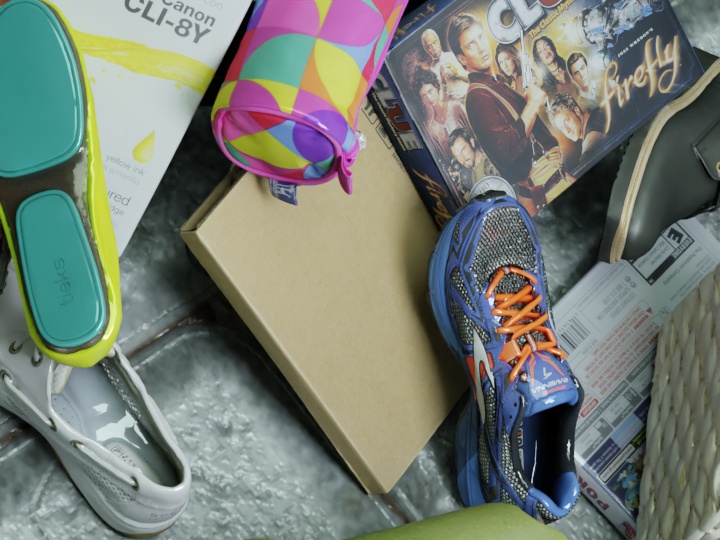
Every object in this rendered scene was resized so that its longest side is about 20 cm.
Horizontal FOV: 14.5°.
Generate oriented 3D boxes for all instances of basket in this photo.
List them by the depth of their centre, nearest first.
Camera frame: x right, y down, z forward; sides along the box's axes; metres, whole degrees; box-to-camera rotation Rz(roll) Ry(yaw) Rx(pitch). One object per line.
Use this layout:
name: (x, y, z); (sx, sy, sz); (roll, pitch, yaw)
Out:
basket: (0.241, 0.100, 1.627); (0.123, 0.136, 0.201); (18, 57, -13)

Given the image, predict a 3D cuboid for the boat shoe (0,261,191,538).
boat shoe: (-0.159, 0.053, 1.533); (0.200, 0.069, 0.071); (46, 60, 5)

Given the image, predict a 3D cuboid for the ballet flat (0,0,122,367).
ballet flat: (-0.163, -0.043, 1.496); (0.066, 0.067, 0.201); (-13, 77, 7)

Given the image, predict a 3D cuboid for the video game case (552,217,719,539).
video game case: (0.193, 0.073, 1.715); (0.182, 0.023, 0.200); (46, 54, 3)

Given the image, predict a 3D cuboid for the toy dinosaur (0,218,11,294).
toy dinosaur: (-0.249, -0.045, 1.508); (0.135, 0.102, 0.201); (8, 70, -7)

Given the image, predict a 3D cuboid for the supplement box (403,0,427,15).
supplement box: (0.034, -0.292, 1.707); (0.199, 0.134, 0.200); (-29, 75, 9)

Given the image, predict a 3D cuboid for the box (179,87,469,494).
box: (0.000, 0.000, 1.609); (0.164, 0.021, 0.200); (-51, 118, -31)

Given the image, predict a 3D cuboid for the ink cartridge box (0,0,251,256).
ink cartridge box: (-0.150, -0.132, 1.550); (0.145, 0.201, 0.083); (26, 21, -8)

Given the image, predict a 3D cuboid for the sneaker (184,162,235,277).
sneaker: (-0.048, -0.070, 1.656); (0.088, 0.074, 0.200); (40, 52, 15)

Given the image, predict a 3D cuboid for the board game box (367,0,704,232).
board game box: (0.100, -0.119, 1.652); (0.200, 0.035, 0.136); (-39, 111, -27)

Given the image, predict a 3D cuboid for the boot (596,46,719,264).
boot: (0.234, -0.055, 1.730); (0.138, 0.078, 0.200); (24, 46, 11)

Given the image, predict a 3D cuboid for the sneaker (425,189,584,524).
sneaker: (0.093, 0.052, 1.593); (0.075, 0.078, 0.201); (-17, 104, -28)

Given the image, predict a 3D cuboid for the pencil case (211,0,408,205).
pencil case: (-0.017, -0.137, 1.551); (0.088, 0.088, 0.201); (24, 61, -12)

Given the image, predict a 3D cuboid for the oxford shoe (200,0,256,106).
oxford shoe: (-0.122, -0.148, 1.633); (0.199, 0.073, 0.084); (14, 22, 1)

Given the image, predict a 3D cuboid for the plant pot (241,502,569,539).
plant pot: (0.027, 0.209, 1.481); (0.184, 0.200, 0.201); (-20, 74, -43)
